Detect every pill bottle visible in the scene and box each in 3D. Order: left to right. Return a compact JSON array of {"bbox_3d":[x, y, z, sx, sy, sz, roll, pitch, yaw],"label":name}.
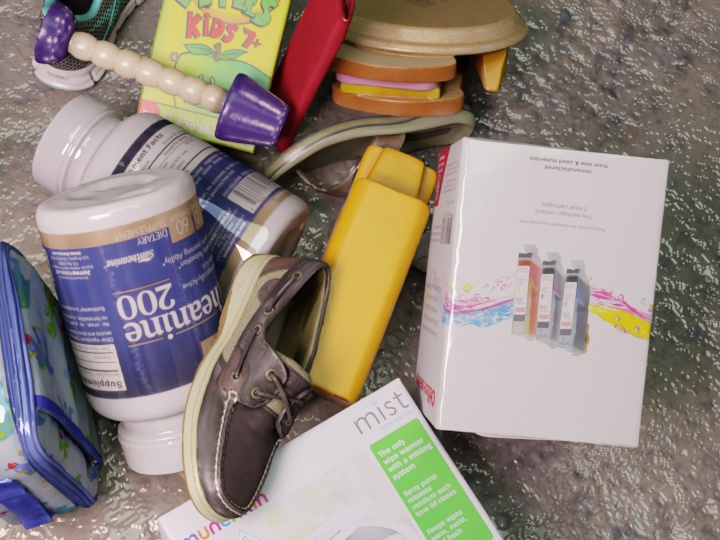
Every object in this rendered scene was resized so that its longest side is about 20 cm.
[{"bbox_3d":[-0.150,0.037,0.837,0.111,0.111,0.200,-16,108,-14],"label":"pill bottle"},{"bbox_3d":[-0.151,-0.054,0.928,0.200,0.111,0.111,31,66,7],"label":"pill bottle"}]

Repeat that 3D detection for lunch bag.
[{"bbox_3d":[-0.236,0.085,0.809,0.082,0.200,0.161,-12,67,-5],"label":"lunch bag"}]

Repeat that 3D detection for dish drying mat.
[{"bbox_3d":[-0.039,-0.172,0.946,0.018,0.200,0.077,6,65,-17],"label":"dish drying mat"}]

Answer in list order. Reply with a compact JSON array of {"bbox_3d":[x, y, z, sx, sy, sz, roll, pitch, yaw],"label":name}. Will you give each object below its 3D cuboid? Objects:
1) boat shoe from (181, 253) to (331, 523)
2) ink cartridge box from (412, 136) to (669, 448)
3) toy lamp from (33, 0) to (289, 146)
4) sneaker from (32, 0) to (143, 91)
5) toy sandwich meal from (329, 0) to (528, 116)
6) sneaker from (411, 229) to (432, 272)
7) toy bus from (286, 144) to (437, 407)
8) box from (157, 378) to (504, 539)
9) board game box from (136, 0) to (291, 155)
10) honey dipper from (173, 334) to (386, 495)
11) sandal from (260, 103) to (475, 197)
[{"bbox_3d":[-0.066,0.071,0.800,0.065,0.073,0.200,-9,55,30],"label":"boat shoe"},{"bbox_3d":[0.123,0.015,0.853,0.144,0.145,0.201,6,92,-4],"label":"ink cartridge box"},{"bbox_3d":[-0.154,-0.149,0.935,0.200,0.058,0.058,20,66,-2],"label":"toy lamp"},{"bbox_3d":[-0.225,-0.254,1.017,0.077,0.091,0.200,14,66,-2],"label":"sneaker"},{"bbox_3d":[0.050,-0.194,1.017,0.205,0.070,0.205,3,27,-1],"label":"toy sandwich meal"},{"bbox_3d":[0.130,0.021,0.957,0.200,0.075,0.081,19,75,2],"label":"sneaker"},{"bbox_3d":[0.000,0.000,0.905,0.065,0.078,0.200,22,77,-3],"label":"toy bus"},{"bbox_3d":[-0.015,0.206,0.842,0.200,0.097,0.177,-28,75,-16],"label":"box"},{"bbox_3d":[-0.113,-0.206,0.986,0.101,0.048,0.201,14,93,-3],"label":"board game box"},{"bbox_3d":[-0.057,0.104,0.914,0.200,0.038,0.038,-39,76,-23],"label":"honey dipper"},{"bbox_3d":[0.008,-0.093,0.987,0.201,0.080,0.057,-15,83,-14],"label":"sandal"}]
